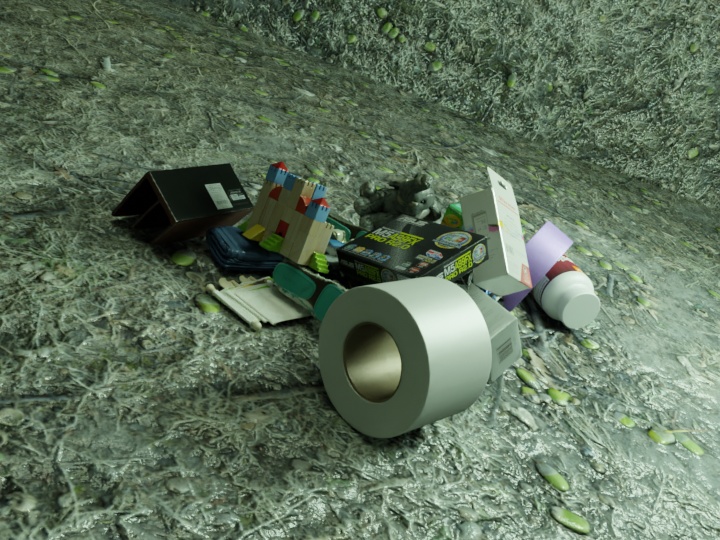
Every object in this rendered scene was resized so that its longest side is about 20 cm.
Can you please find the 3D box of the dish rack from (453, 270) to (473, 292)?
[{"bbox_3d":[0.100,0.045,1.238,0.153,0.055,0.200,7,59,27],"label":"dish rack"}]

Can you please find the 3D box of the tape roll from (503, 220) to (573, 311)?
[{"bbox_3d":[0.320,0.000,1.476,0.066,0.200,0.200,43,28,9],"label":"tape roll"}]

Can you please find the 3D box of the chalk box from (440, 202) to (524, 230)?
[{"bbox_3d":[0.236,-0.064,1.553,0.124,0.201,0.125,37,28,33],"label":"chalk box"}]

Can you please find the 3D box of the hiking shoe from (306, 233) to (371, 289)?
[{"bbox_3d":[0.000,0.000,1.335,0.200,0.074,0.087,33,53,0],"label":"hiking shoe"}]

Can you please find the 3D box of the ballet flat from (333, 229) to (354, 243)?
[{"bbox_3d":[-0.033,-0.041,1.455,0.200,0.070,0.069,37,29,32],"label":"ballet flat"}]

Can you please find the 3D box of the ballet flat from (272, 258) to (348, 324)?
[{"bbox_3d":[-0.058,0.042,1.223,0.200,0.072,0.072,37,29,31],"label":"ballet flat"}]

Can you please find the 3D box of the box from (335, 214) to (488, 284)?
[{"bbox_3d":[0.082,-0.027,1.246,0.160,0.044,0.200,-30,32,-31],"label":"box"}]

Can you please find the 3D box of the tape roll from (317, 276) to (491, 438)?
[{"bbox_3d":[0.059,0.114,1.040,0.139,0.203,0.203,-7,35,-45],"label":"tape roll"}]

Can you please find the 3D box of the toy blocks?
[{"bbox_3d":[-0.109,-0.097,1.273,0.200,0.137,0.100,29,11,41],"label":"toy blocks"}]

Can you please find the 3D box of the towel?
[{"bbox_3d":[-0.170,-0.035,1.360,0.199,0.049,0.112,1,31,-35],"label":"towel"}]

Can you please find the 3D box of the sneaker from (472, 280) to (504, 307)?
[{"bbox_3d":[0.212,0.030,1.372,0.077,0.200,0.111,-38,57,-24],"label":"sneaker"}]

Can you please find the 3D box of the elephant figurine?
[{"bbox_3d":[0.099,-0.138,1.535,0.142,0.200,0.155,51,34,-26],"label":"elephant figurine"}]

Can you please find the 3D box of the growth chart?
[{"bbox_3d":[-0.140,0.047,1.247,0.200,0.018,0.145,-6,35,-45],"label":"growth chart"}]

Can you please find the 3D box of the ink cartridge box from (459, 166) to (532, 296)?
[{"bbox_3d":[0.233,-0.067,1.331,0.116,0.067,0.201,23,56,-54],"label":"ink cartridge box"}]

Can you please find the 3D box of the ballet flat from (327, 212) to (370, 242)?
[{"bbox_3d":[-0.006,-0.061,1.526,0.200,0.068,0.064,33,19,25],"label":"ballet flat"}]

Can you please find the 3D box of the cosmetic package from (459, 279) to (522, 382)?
[{"bbox_3d":[0.174,0.080,1.291,0.081,0.113,0.200,-37,47,-15],"label":"cosmetic package"}]

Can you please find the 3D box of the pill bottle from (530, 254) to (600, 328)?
[{"bbox_3d":[0.416,0.032,1.602,0.113,0.113,0.200,10,26,-22],"label":"pill bottle"}]

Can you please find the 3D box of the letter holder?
[{"bbox_3d":[-0.316,-0.104,1.350,0.200,0.142,0.101,-19,77,-56],"label":"letter holder"}]
